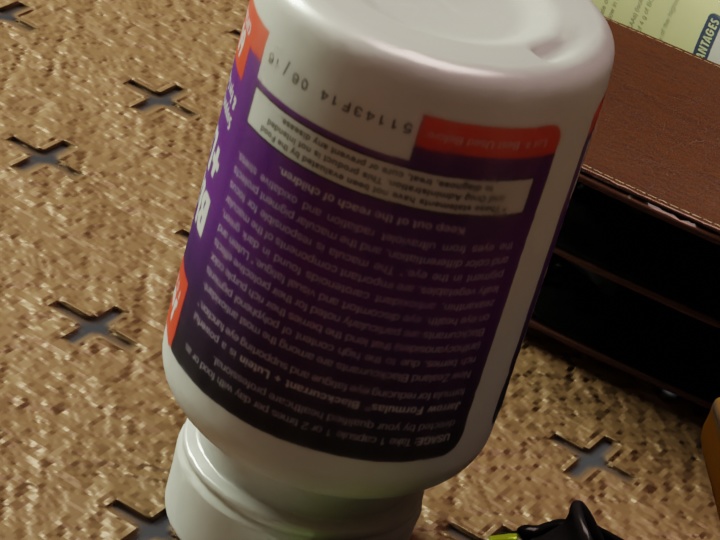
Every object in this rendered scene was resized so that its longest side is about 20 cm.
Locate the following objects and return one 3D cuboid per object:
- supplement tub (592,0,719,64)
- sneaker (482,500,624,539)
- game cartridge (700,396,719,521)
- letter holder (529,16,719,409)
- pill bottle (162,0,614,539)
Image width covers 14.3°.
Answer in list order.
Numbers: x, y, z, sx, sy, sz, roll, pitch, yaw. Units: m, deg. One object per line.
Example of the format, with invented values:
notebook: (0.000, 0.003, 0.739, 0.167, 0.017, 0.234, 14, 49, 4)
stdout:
supplement tub: (0.158, -0.120, 1.249, 0.200, 0.145, 0.145, 32, 32, 24)
sneaker: (0.043, 0.099, 0.874, 0.199, 0.083, 0.072, 9, 30, -15)
game cartridge: (0.202, 0.120, 0.832, 0.176, 0.032, 0.200, 1, 49, -10)
letter holder: (0.125, -0.004, 1.071, 0.200, 0.101, 0.142, 24, 27, 13)
pill bottle: (0.000, 0.000, 0.901, 0.111, 0.200, 0.112, 13, 28, -7)
